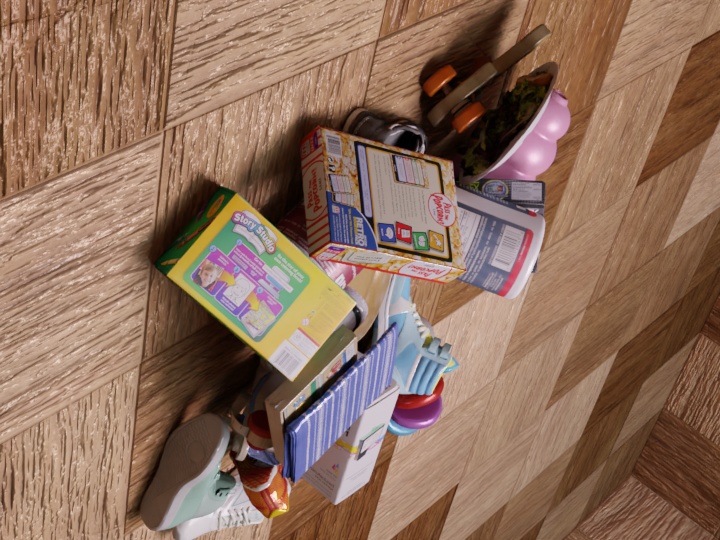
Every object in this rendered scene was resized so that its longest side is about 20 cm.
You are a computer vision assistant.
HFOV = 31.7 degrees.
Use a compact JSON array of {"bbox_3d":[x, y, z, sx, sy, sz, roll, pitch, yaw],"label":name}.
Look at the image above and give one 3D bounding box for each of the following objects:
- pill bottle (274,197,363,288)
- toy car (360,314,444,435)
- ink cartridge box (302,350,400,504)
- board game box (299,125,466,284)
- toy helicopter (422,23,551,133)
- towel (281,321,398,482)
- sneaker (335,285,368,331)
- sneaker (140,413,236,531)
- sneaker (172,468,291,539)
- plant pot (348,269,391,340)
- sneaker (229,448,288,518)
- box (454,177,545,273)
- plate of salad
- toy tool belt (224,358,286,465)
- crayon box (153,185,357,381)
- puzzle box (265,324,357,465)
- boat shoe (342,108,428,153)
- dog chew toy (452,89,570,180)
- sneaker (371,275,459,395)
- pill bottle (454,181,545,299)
[{"bbox_3d":[-0.075,-0.003,1.531,0.200,0.114,0.114,-45,154,-19],"label":"pill bottle"},{"bbox_3d":[0.062,0.178,1.958,0.175,0.150,0.200,-37,150,-32],"label":"toy car"},{"bbox_3d":[-0.041,0.211,1.826,0.084,0.145,0.200,-28,145,-43],"label":"ink cartridge box"},{"bbox_3d":[0.028,-0.075,1.494,0.200,0.152,0.046,12,152,-34],"label":"board game box"},{"bbox_3d":[0.170,-0.255,1.677,0.200,0.079,0.132,-38,176,-7],"label":"toy helicopter"},{"bbox_3d":[-0.026,0.162,1.556,0.200,0.024,0.145,-44,159,-28],"label":"towel"},{"bbox_3d":[-0.078,0.093,1.610,0.200,0.075,0.115,-32,-164,51],"label":"sneaker"},{"bbox_3d":[-0.204,0.257,1.681,0.118,0.074,0.201,-5,136,-51],"label":"sneaker"},{"bbox_3d":[-0.182,0.334,1.819,0.200,0.080,0.071,-30,148,-38],"label":"sneaker"},{"bbox_3d":[0.000,0.000,1.710,0.200,0.027,0.200,16,90,-70],"label":"plant pot"},{"bbox_3d":[-0.136,0.278,1.742,0.073,0.200,0.077,-22,108,3],"label":"sneaker"},{"bbox_3d":[0.153,-0.063,1.774,0.160,0.200,0.044,85,9,-54],"label":"box"},{"bbox_3d":[0.186,-0.199,1.667,0.200,0.048,0.200,-50,-166,18],"label":"plate of salad"},{"bbox_3d":[-0.117,0.204,1.684,0.200,0.125,0.123,-61,175,-60],"label":"toy tool belt"},{"bbox_3d":[-0.115,0.015,1.417,0.200,0.058,0.119,43,82,-24],"label":"crayon box"},{"bbox_3d":[-0.056,0.157,1.539,0.133,0.025,0.200,-44,160,-19],"label":"puzzle box"},{"bbox_3d":[0.045,-0.157,1.611,0.067,0.057,0.200,-59,155,12],"label":"boat shoe"},{"bbox_3d":[0.218,-0.173,1.789,0.200,0.125,0.124,-50,158,24],"label":"dog chew toy"},{"bbox_3d":[0.085,0.088,1.844,0.080,0.130,0.200,39,58,-82],"label":"sneaker"},{"bbox_3d":[0.128,-0.051,1.655,0.120,0.200,0.120,-159,-90,-87],"label":"pill bottle"}]
